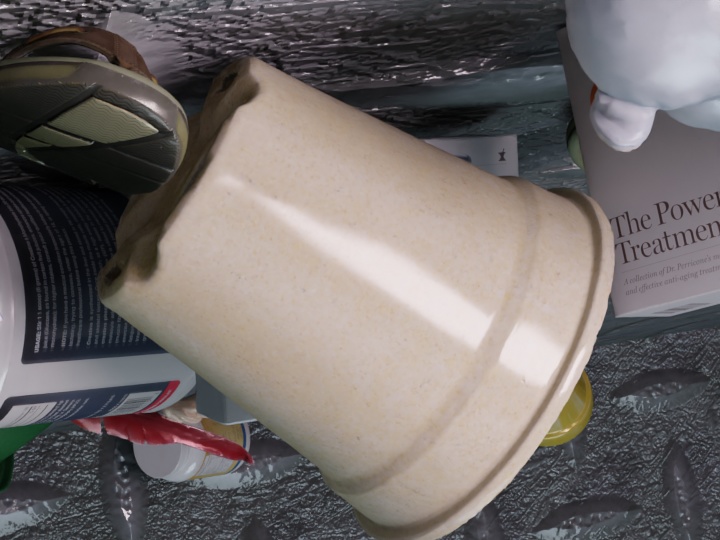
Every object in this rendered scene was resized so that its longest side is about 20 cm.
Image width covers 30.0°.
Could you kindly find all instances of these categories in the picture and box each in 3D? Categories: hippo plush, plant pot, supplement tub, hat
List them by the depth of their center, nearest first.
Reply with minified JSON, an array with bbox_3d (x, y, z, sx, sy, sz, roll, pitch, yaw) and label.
[{"bbox_3d":[0.157,-0.083,0.471,0.161,0.159,0.200,-18,169,38],"label":"hippo plush"},{"bbox_3d":[-0.015,0.001,0.642,0.183,0.201,0.200,32,154,-18],"label":"plant pot"},{"bbox_3d":[-0.195,0.020,0.775,0.140,0.141,0.200,-19,168,43],"label":"supplement tub"},{"bbox_3d":[-0.204,0.054,0.941,0.176,0.166,0.200,-21,141,3],"label":"hat"},{"bbox_3d":[-0.324,0.329,2.581,0.145,0.145,0.200,-16,169,33],"label":"supplement tub"},{"bbox_3d":[0.377,0.243,2.774,0.201,0.201,0.189,-12,155,7],"label":"plant pot"}]

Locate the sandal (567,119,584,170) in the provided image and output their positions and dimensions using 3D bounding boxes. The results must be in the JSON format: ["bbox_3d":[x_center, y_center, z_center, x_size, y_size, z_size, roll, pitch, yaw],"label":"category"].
[{"bbox_3d":[0.173,-0.078,0.801,0.080,0.057,0.201,-10,171,-1],"label":"sandal"}]

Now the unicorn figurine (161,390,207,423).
[{"bbox_3d":[-0.154,0.020,0.914,0.137,0.200,0.074,-38,164,1],"label":"unicorn figurine"}]

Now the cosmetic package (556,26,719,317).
[{"bbox_3d":[0.193,-0.072,0.611,0.052,0.151,0.200,1,165,-43],"label":"cosmetic package"}]

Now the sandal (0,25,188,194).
[{"bbox_3d":[-0.121,-0.073,0.557,0.080,0.057,0.201,28,174,-22],"label":"sandal"}]

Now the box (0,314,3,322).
[{"bbox_3d":[-0.263,0.003,0.638,0.200,0.122,0.048,-19,-167,44],"label":"box"}]

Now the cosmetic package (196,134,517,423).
[{"bbox_3d":[0.000,0.000,0.787,0.200,0.151,0.052,-6,-175,-27],"label":"cosmetic package"}]
